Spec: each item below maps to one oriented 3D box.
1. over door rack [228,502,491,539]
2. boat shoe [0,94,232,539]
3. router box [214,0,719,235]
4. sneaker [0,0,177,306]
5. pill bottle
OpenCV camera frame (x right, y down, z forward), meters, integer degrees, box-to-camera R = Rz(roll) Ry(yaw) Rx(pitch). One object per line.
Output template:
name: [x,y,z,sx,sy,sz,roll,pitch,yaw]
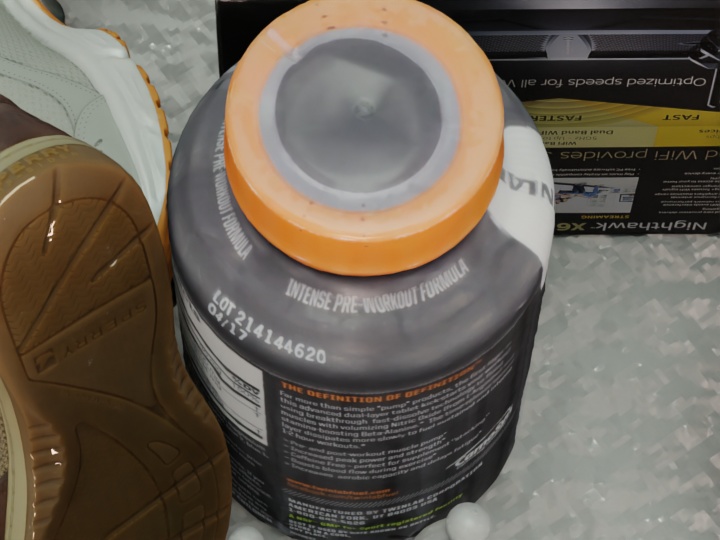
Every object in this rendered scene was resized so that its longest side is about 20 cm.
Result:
over door rack: [0.055,0.146,0.782,0.199,0.067,0.148,3,67,1]
boat shoe: [-0.088,0.034,0.773,0.072,0.200,0.072,-30,47,-22]
router box: [0.057,-0.065,0.826,0.199,0.157,0.052,0,66,-1]
sneaker: [-0.122,-0.047,0.839,0.092,0.076,0.200,-18,45,-20]
pill bottle: [0.000,0.000,0.772,0.106,0.200,0.107,0,67,-1]
